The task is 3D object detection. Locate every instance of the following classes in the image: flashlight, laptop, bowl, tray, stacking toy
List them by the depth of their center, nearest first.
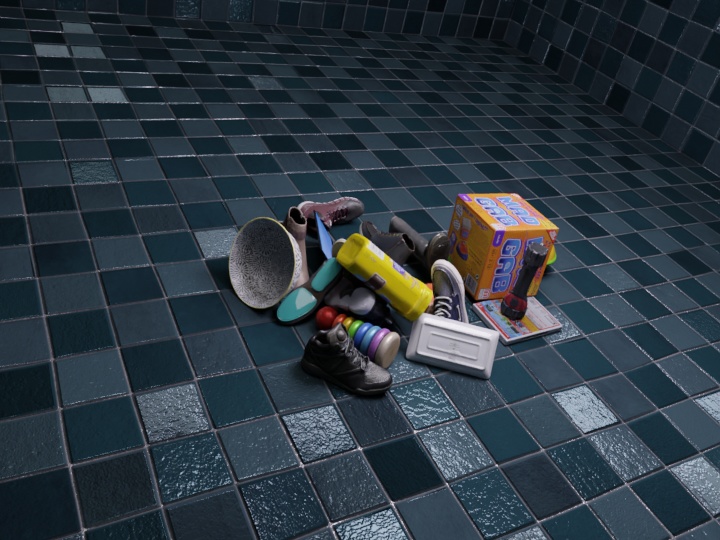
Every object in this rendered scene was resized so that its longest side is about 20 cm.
[{"bbox_3d":[-0.013,0.136,1.440,0.197,0.087,0.085,27,36,25],"label":"stacking toy"},{"bbox_3d":[0.206,0.167,1.456,0.195,0.110,0.022,14,-1,-1],"label":"tray"},{"bbox_3d":[-0.200,-0.014,1.507,0.200,0.203,0.093,37,17,29],"label":"bowl"},{"bbox_3d":[0.404,0.024,1.606,0.066,0.203,0.068,1,35,-21],"label":"flashlight"},{"bbox_3d":[-0.025,-0.057,1.673,0.195,0.105,0.179,5,36,-14],"label":"laptop"}]

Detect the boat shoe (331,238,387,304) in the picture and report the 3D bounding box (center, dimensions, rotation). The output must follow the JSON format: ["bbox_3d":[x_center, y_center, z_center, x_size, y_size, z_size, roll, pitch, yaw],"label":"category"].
[{"bbox_3d":[0.000,0.000,1.571,0.201,0.074,0.069,53,26,-20],"label":"boat shoe"}]

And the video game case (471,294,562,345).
[{"bbox_3d":[0.399,0.119,1.666,0.196,0.018,0.143,-9,42,-31],"label":"video game case"}]

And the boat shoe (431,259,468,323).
[{"bbox_3d":[0.195,0.084,1.494,0.073,0.203,0.093,-3,29,34],"label":"boat shoe"}]

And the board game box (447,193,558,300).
[{"bbox_3d":[0.361,-0.067,1.732,0.196,0.203,0.201,-3,33,-23],"label":"board game box"}]

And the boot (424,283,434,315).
[{"bbox_3d":[0.178,0.054,1.629,0.106,0.076,0.199,25,37,23],"label":"boot"}]

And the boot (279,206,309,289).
[{"bbox_3d":[-0.155,-0.050,1.576,0.069,0.148,0.201,-3,39,-27],"label":"boot"}]

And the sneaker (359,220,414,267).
[{"bbox_3d":[0.073,-0.081,1.720,0.074,0.107,0.202,15,35,-45],"label":"sneaker"}]

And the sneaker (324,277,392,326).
[{"bbox_3d":[-0.003,0.084,1.515,0.113,0.076,0.199,40,-12,-30],"label":"sneaker"}]

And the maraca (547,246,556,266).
[{"bbox_3d":[0.481,-0.076,1.887,0.134,0.109,0.201,-4,39,-24],"label":"maraca"}]

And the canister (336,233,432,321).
[{"bbox_3d":[0.050,0.012,1.465,0.199,0.087,0.148,39,-1,-20],"label":"canister"}]

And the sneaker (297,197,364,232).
[{"bbox_3d":[-0.073,-0.140,1.791,0.195,0.077,0.116,-8,32,-14],"label":"sneaker"}]

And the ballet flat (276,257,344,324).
[{"bbox_3d":[-0.110,0.054,1.501,0.200,0.073,0.073,-45,58,-11],"label":"ballet flat"}]

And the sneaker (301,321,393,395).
[{"bbox_3d":[-0.020,0.180,1.341,0.196,0.116,0.077,22,37,6],"label":"sneaker"}]

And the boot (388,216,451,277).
[{"bbox_3d":[0.151,-0.082,1.725,0.071,0.184,0.201,-23,54,-19],"label":"boot"}]
